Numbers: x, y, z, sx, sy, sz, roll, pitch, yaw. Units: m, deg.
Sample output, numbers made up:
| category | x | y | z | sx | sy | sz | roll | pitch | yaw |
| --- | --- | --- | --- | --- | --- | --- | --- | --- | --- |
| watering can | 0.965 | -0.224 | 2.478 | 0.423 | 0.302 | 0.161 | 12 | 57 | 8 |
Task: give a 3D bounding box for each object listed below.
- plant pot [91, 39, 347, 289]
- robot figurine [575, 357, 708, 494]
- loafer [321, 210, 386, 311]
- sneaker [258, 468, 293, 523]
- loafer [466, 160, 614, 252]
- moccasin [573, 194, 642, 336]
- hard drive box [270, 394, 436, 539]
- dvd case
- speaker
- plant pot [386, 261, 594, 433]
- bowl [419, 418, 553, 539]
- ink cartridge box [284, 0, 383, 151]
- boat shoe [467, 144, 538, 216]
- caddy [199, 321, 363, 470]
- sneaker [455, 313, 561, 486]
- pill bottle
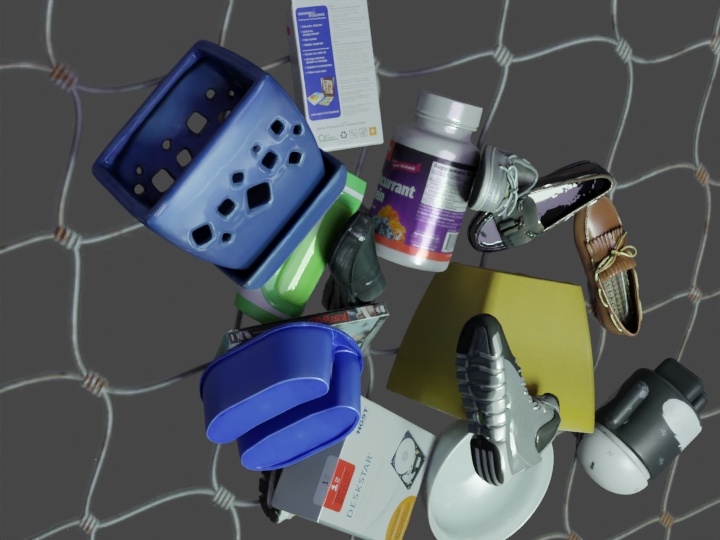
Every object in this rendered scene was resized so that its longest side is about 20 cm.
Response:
| category | x | y | z | sx | sy | sz | roll | pitch | yaw |
| --- | --- | --- | --- | --- | --- | --- | --- | --- | --- |
| plant pot | -0.143 | -0.105 | 1.395 | 0.200 | 0.200 | 0.180 | -50 | 126 | -4 |
| robot figurine | 0.390 | 0.217 | 1.797 | 0.200 | 0.125 | 0.150 | -44 | 102 | -7 |
| loafer | 0.000 | 0.000 | 1.509 | 0.068 | 0.070 | 0.201 | -56 | 168 | -29 |
| sneaker | -0.068 | 0.214 | 1.607 | 0.090 | 0.078 | 0.202 | -1 | 113 | -33 |
| loafer | 0.229 | -0.082 | 1.640 | 0.199 | 0.063 | 0.072 | -28 | 106 | -6 |
| moccasin | 0.332 | -0.006 | 1.717 | 0.073 | 0.078 | 0.203 | -17 | 108 | -17 |
| hard drive box | -0.005 | 0.243 | 1.579 | 0.200 | 0.076 | 0.157 | 33 | 73 | -53 |
| dvd case | -0.078 | 0.092 | 1.532 | 0.198 | 0.146 | 0.022 | -11 | 67 | -24 |
| speaker | -0.071 | -0.032 | 1.513 | 0.088 | 0.088 | 0.201 | 27 | 94 | -30 |
| plant pot | 0.174 | 0.089 | 1.618 | 0.198 | 0.200 | 0.178 | 9 | 93 | -28 |
| bowl | 0.151 | 0.261 | 1.705 | 0.199 | 0.090 | 0.203 | -13 | 119 | -26 |
| ink cartridge box | -0.032 | -0.239 | 1.481 | 0.094 | 0.037 | 0.202 | -10 | 100 | -23 |
| boat shoe | 0.172 | -0.107 | 1.545 | 0.064 | 0.202 | 0.075 | 17 | 102 | 9 |
| caddy | -0.089 | 0.135 | 1.460 | 0.199 | 0.106 | 0.141 | -27 | 133 | 20 |
| sneaker | 0.176 | 0.137 | 1.484 | 0.115 | 0.075 | 0.202 | -14 | 106 | -32 |
| pill bottle | 0.079 | -0.109 | 1.545 | 0.111 | 0.111 | 0.202 | 11 | 101 | -28 |
